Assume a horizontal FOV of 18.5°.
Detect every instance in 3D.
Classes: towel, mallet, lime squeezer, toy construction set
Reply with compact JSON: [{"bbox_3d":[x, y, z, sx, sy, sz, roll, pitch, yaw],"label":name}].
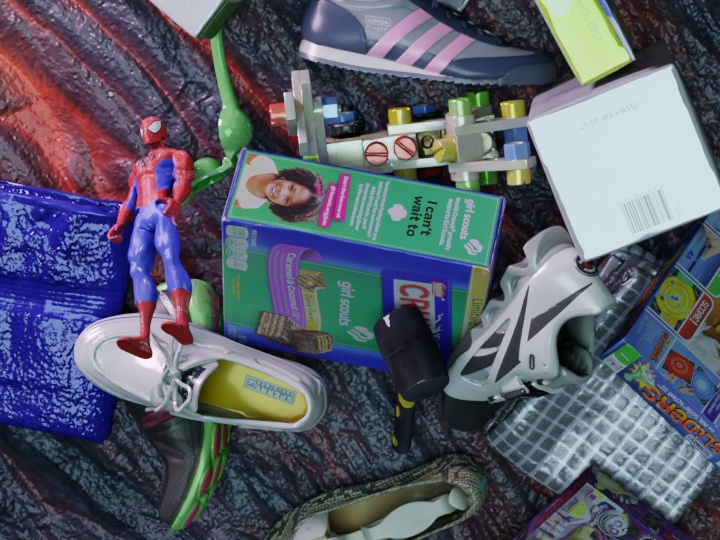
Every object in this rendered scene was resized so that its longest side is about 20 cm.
[{"bbox_3d":[-0.259,0.033,1.761,0.148,0.050,0.200,10,103,10],"label":"towel"},{"bbox_3d":[0.039,0.103,1.685,0.041,0.200,0.066,-19,59,-10],"label":"mallet"},{"bbox_3d":[-0.126,-0.095,1.734,0.071,0.038,0.200,24,104,1],"label":"lime squeezer"},{"bbox_3d":[0.028,-0.097,1.667,0.200,0.131,0.092,8,100,-4],"label":"toy construction set"},{"bbox_3d":[0.214,0.099,1.715,0.166,0.086,0.200,36,102,-3],"label":"towel"}]

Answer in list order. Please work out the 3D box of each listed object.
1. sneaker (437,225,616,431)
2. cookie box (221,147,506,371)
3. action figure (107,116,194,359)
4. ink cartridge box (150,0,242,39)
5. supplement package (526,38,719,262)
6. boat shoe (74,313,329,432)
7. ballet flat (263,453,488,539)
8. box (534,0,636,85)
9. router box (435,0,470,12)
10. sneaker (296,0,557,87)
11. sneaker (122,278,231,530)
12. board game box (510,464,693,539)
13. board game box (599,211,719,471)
[{"bbox_3d":[0.123,0.067,1.632,0.089,0.074,0.200,47,136,21],"label":"sneaker"},{"bbox_3d":[0.000,0.000,1.674,0.200,0.075,0.171,10,146,4],"label":"cookie box"},{"bbox_3d":[-0.157,-0.034,1.685,0.065,0.200,0.052,-24,141,28],"label":"action figure"},{"bbox_3d":[-0.161,-0.279,1.685,0.200,0.059,0.104,40,103,4],"label":"ink cartridge box"},{"bbox_3d":[0.195,-0.092,1.619,0.114,0.200,0.110,-21,98,10],"label":"supplement package"},{"bbox_3d":[-0.127,0.084,1.679,0.202,0.086,0.075,17,94,6],"label":"boat shoe"},{"bbox_3d":[0.007,0.202,1.761,0.200,0.075,0.068,-23,99,10],"label":"ballet flat"},{"bbox_3d":[0.152,-0.203,1.601,0.048,0.200,0.122,-29,97,11],"label":"box"},{"bbox_3d":[0.005,-0.265,1.629,0.200,0.150,0.062,25,103,0],"label":"router box"},{"bbox_3d":[0.055,-0.185,1.682,0.200,0.070,0.082,8,98,0],"label":"sneaker"},{"bbox_3d":[-0.149,0.106,1.765,0.084,0.077,0.200,1,91,11],"label":"sneaker"},{"bbox_3d":[0.168,0.247,1.735,0.120,0.032,0.200,34,128,-8],"label":"board game box"},{"bbox_3d":[0.277,0.041,1.651,0.135,0.200,0.034,43,141,-4],"label":"board game box"}]
